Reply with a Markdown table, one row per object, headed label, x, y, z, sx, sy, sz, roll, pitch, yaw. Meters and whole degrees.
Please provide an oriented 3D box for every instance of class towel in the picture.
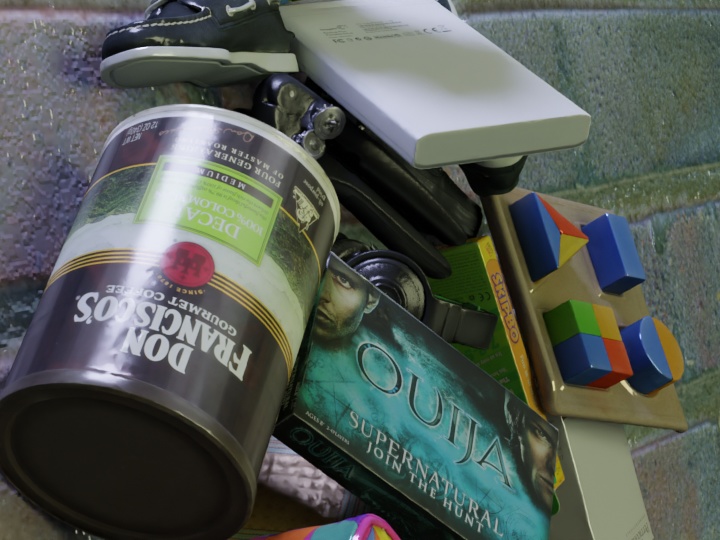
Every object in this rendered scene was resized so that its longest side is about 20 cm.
| label | x | y | z | sx | sy | sz | roll | pitch | yaw |
| --- | --- | --- | --- | --- | --- | --- | --- | --- | --- |
| towel | -0.014 | 0.156 | 1.248 | 0.200 | 0.146 | 0.022 | -75 | 169 | -46 |

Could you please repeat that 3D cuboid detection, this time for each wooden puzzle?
| label | x | y | z | sx | sy | sz | roll | pitch | yaw |
| --- | --- | --- | --- | --- | --- | --- | --- | --- | --- |
| wooden puzzle | 0.173 | 0.022 | 1.536 | 0.200 | 0.046 | 0.186 | 15 | 52 | -51 |

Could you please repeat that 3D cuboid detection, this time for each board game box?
| label | x | y | z | sx | sy | sz | roll | pitch | yaw |
| --- | --- | --- | --- | --- | --- | --- | --- | --- | --- |
| board game box | 0.037 | 0.094 | 1.237 | 0.200 | 0.028 | 0.136 | 38 | 39 | -23 |
| board game box | 0.074 | 0.081 | 1.462 | 0.030 | 0.095 | 0.201 | -28 | 104 | -58 |

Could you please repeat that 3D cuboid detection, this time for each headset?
| label | x | y | z | sx | sy | sz | roll | pitch | yaw |
| --- | --- | --- | --- | --- | --- | --- | --- | --- | --- |
| headset | 0.000 | 0.000 | 1.349 | 0.199 | 0.123 | 0.094 | 15 | 92 | -30 |

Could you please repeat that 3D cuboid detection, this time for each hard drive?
| label | x | y | z | sx | sy | sz | roll | pitch | yaw |
| --- | --- | --- | --- | --- | --- | --- | --- | --- | --- |
| hard drive | 0.040 | -0.127 | 1.364 | 0.132 | 0.200 | 0.027 | -9 | 123 | -29 |

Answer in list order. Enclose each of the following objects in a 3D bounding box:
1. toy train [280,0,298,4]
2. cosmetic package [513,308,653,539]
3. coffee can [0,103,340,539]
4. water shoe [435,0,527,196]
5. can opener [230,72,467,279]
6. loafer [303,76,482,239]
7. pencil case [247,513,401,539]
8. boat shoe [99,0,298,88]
| label | x | y | z | sx | sy | sz | roll | pitch | yaw |
| --- | --- | --- | --- | --- | --- | --- | --- | --- | --- |
| toy train | -0.009 | -0.233 | 1.344 | 0.114 | 0.199 | 0.087 | 28 | 55 | -64 |
| cosmetic package | 0.144 | 0.131 | 1.570 | 0.113 | 0.081 | 0.201 | -31 | 105 | -60 |
| coffee can | -0.104 | 0.030 | 1.149 | 0.146 | 0.146 | 0.200 | 51 | 40 | -36 |
| water shoe | 0.049 | -0.134 | 1.492 | 0.200 | 0.071 | 0.079 | 58 | -17 | 31 |
| can opener | -0.002 | -0.062 | 1.364 | 0.200 | 0.079 | 0.064 | 32 | 78 | -31 |
| loafer | 0.024 | -0.078 | 1.455 | 0.200 | 0.068 | 0.071 | 32 | 73 | -45 |
| pencil case | -0.066 | 0.190 | 1.118 | 0.088 | 0.200 | 0.089 | 43 | 37 | -45 |
| boat shoe | -0.103 | -0.146 | 1.285 | 0.200 | 0.075 | 0.061 | -10 | 89 | -70 |
